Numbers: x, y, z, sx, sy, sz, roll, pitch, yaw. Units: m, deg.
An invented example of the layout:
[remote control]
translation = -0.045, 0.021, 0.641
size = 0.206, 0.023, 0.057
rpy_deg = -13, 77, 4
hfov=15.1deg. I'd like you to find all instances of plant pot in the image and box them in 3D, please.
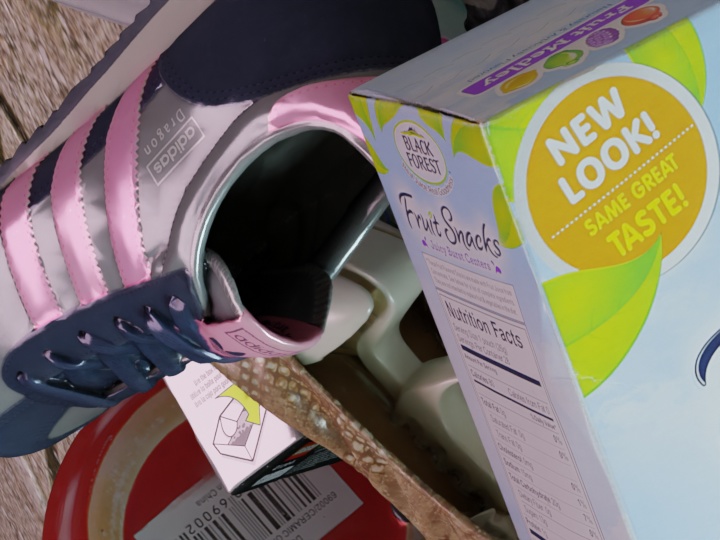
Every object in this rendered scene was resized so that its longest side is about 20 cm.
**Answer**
[plant pot]
translation = -0.034, 0.138, 1.117
size = 0.201, 0.200, 0.183
rpy_deg = 58, 167, 19

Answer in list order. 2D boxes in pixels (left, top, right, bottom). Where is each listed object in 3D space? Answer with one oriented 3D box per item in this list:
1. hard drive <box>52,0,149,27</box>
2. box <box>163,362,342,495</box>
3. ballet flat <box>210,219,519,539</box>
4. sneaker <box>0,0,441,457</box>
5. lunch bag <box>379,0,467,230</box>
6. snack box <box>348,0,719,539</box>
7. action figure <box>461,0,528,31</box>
[hard drive]
translation = -0.050, -0.142, 0.912
size = 0.200, 0.027, 0.132
rpy_deg = 26, 97, 66
[box]
translation = 0.000, 0.000, 0.859
size = 0.035, 0.200, 0.110
rpy_deg = -38, 76, 31
[ballet flat]
translation = 0.015, 0.025, 0.744
size = 0.200, 0.071, 0.065
rpy_deg = 41, 143, -2
[sneaker]
translation = -0.048, 0.000, 0.672
size = 0.200, 0.070, 0.082
rpy_deg = -49, 48, 36
[lunch bag]
translation = 0.039, -0.038, 0.745
size = 0.200, 0.077, 0.160
rpy_deg = 41, 170, 13
[snack box]
translation = 0.112, 0.022, 0.541
size = 0.068, 0.168, 0.200
rpy_deg = 18, 134, 66
[action figure]
translation = 0.067, -0.078, 0.613
size = 0.200, 0.119, 0.102
rpy_deg = 49, -156, -39
